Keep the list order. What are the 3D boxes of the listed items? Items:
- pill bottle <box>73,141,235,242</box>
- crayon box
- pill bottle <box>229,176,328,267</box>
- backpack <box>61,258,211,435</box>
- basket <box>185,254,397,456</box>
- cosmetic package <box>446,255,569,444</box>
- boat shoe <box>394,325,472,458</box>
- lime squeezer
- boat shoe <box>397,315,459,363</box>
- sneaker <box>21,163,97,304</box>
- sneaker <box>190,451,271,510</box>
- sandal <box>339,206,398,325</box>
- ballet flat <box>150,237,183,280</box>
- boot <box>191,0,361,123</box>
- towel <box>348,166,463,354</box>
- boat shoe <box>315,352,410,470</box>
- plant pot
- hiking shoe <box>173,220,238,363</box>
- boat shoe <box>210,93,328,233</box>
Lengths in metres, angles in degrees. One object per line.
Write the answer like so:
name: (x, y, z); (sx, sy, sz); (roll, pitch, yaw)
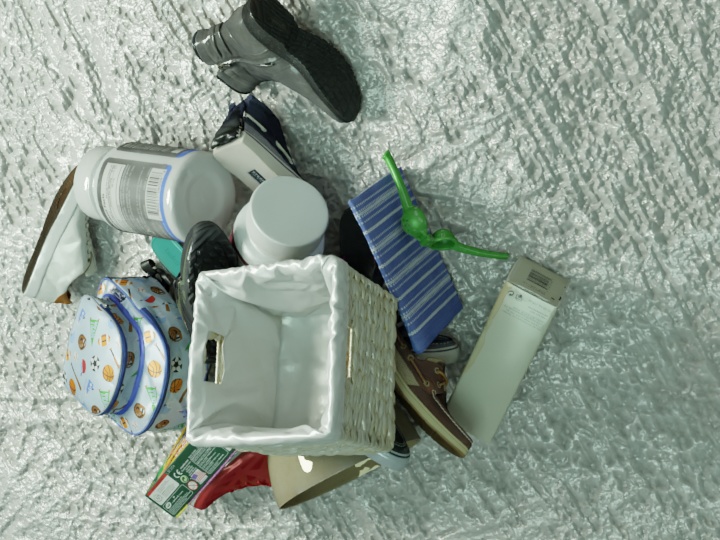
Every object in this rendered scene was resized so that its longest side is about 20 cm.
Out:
pill bottle: (-0.261, -0.100, 1.705); (0.198, 0.113, 0.116); (11, 113, 40)
crayon box: (-0.181, 0.197, 1.766); (0.058, 0.173, 0.200); (37, 118, -8)
pill bottle: (-0.107, -0.020, 1.664); (0.113, 0.115, 0.201); (34, 146, 5)
backpack: (-0.286, 0.116, 1.769); (0.189, 0.153, 0.203); (32, 118, 34)
basket: (-0.070, 0.104, 1.532); (0.197, 0.160, 0.202); (-7, 74, 31)
cosmetic package: (0.176, 0.096, 1.660); (0.072, 0.104, 0.202); (27, 113, 7)
boat shoe: (0.074, 0.131, 1.626); (0.072, 0.072, 0.200); (-39, 73, -8)
lime squeezer: (0.089, -0.054, 1.642); (0.199, 0.071, 0.038); (39, 129, -9)
boat shoe: (0.027, 0.065, 1.708); (0.197, 0.075, 0.094); (4, 97, 6)
sneaker: (-0.381, -0.047, 1.828); (0.084, 0.073, 0.202); (19, 110, -22)
sneaker: (-0.141, 0.282, 1.841); (0.115, 0.078, 0.200); (43, 116, 2)
sandal: (-0.001, 0.000, 1.646); (0.074, 0.203, 0.048); (-15, 146, 12)
ballet flat: (-0.196, 0.020, 1.776); (0.067, 0.068, 0.202); (-27, 98, 25)
boot: (-0.100, -0.243, 1.661); (0.200, 0.070, 0.131); (45, 140, -21)
towel: (0.055, -0.013, 1.642); (0.024, 0.145, 0.202); (-20, 100, 30)
boat shoe: (-0.005, 0.146, 1.609); (0.200, 0.072, 0.071); (46, 110, 21)
plant pot: (-0.041, 0.198, 1.731); (0.199, 0.200, 0.136); (-32, 76, 24)
hiking shoe: (-0.198, 0.016, 1.650); (0.101, 0.075, 0.202); (43, 143, 40)
boat shoe: (-0.100, -0.130, 1.697); (0.074, 0.094, 0.200); (-17, 132, 31)
